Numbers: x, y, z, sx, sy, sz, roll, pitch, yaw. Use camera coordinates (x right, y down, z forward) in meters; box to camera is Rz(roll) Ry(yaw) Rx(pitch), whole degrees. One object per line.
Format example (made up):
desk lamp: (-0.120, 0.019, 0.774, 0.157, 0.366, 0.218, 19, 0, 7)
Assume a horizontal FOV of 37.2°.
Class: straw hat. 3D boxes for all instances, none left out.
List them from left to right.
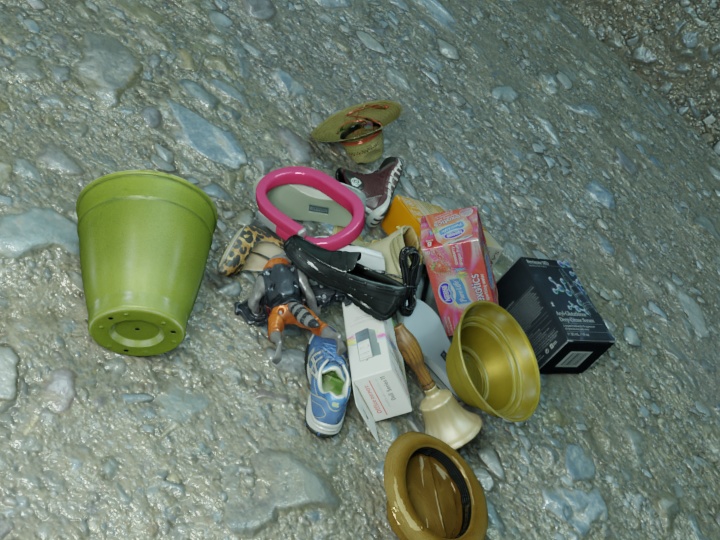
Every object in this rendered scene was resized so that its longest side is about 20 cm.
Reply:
straw hat: (0.006, -0.255, 2.088, 0.202, 0.198, 0.086, -59, 138, -55)

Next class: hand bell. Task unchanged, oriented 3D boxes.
hand bell: (0.101, 0.169, 1.644, 0.202, 0.103, 0.104, 63, 32, -14)

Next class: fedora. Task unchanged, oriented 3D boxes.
fedora: (0.093, 0.336, 1.544, 0.198, 0.082, 0.203, 24, 44, -25)

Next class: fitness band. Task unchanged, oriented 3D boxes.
fitness band: (-0.083, -0.104, 1.736, 0.143, 0.038, 0.199, -33, 54, -31)

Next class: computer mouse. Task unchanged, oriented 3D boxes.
computer mouse: (0.000, 0.000, 1.709, 0.197, 0.111, 0.044, 12, 17, 5)

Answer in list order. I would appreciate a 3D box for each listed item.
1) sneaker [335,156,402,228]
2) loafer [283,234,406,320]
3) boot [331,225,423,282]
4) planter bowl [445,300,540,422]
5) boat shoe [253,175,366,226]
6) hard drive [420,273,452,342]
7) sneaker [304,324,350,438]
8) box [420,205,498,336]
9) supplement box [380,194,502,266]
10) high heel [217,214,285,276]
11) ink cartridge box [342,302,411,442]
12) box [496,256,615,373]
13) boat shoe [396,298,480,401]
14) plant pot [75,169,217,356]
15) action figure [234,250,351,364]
sneaker: (0.010, -0.176, 2.028, 0.114, 0.076, 0.201, 30, 37, -10)
loafer: (-0.022, -0.002, 1.611, 0.199, 0.071, 0.068, 31, 23, -1)
boot: (0.029, -0.038, 1.813, 0.072, 0.155, 0.202, 31, 35, -37)
planter bowl: (0.196, 0.157, 1.718, 0.199, 0.083, 0.203, 27, 49, -36)
boat shoe: (-0.085, -0.129, 1.850, 0.197, 0.071, 0.072, 14, 36, 4)
hard drive: (0.166, 0.095, 1.918, 0.139, 0.033, 0.201, 33, 36, -12)
sneaker: (-0.042, 0.153, 1.608, 0.075, 0.078, 0.202, 12, 40, -16)
box: (0.170, 0.004, 1.812, 0.095, 0.101, 0.202, -84, 161, -50)
supplement box: (0.154, -0.063, 2.017, 0.198, 0.074, 0.126, 12, 28, -36)
high heel: (-0.142, -0.009, 1.698, 0.142, 0.072, 0.200, 37, 28, -1)
ink cartridge box: (0.028, 0.148, 1.650, 0.118, 0.066, 0.202, 63, 13, -46)
box: (0.367, 0.087, 2.056, 0.147, 0.107, 0.202, 4, 49, -40)
boat shoe: (0.114, 0.136, 1.784, 0.203, 0.086, 0.075, 50, 57, -10)
plant pot: (-0.298, 0.003, 1.455, 0.198, 0.200, 0.196, 19, 52, -28)
action figure: (-0.083, 0.043, 1.607, 0.197, 0.106, 0.195, -15, 49, -19)
